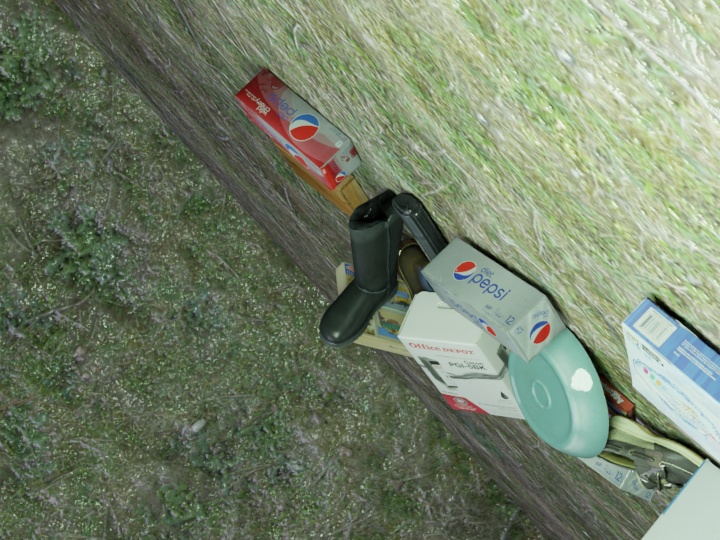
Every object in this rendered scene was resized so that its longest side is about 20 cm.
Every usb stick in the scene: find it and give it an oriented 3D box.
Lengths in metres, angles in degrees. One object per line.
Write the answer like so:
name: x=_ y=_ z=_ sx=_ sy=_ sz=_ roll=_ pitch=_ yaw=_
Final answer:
usb stick: x=0.100 y=-0.037 z=1.892 sx=0.055 sy=0.033 sz=0.200 roll=38 pitch=169 yaw=44

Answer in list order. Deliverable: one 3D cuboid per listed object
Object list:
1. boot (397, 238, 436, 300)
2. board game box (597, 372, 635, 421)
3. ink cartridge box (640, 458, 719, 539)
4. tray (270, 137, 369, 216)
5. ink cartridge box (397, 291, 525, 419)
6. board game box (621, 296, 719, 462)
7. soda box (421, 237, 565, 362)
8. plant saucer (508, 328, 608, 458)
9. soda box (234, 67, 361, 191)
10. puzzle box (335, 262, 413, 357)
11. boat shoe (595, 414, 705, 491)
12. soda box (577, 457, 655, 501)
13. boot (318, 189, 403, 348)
boot: x=0.123 y=0.046 z=2.044 sx=0.200 sy=0.075 sz=0.097 roll=52 pitch=174 yaw=-25
board game box: x=0.286 y=0.134 z=1.809 sx=0.200 sy=0.019 sz=0.103 roll=43 pitch=173 yaw=24
ink cartridge box: x=0.420 y=0.330 z=1.458 sx=0.200 sy=0.147 sz=0.145 roll=35 pitch=-177 yaw=-39
tray: x=-0.060 y=-0.151 z=2.171 sx=0.200 sy=0.037 sz=0.099 roll=41 pitch=171 yaw=43
ink cartridge box: x=0.166 y=0.127 z=2.002 sx=0.146 sy=0.083 sz=0.200 roll=4 pitch=145 yaw=39
board game box: x=0.351 y=0.135 z=1.345 sx=0.200 sy=0.043 sz=0.199 roll=43 pitch=172 yaw=25
soda box: x=0.165 y=0.035 z=1.708 sx=0.200 sy=0.068 sz=0.064 roll=36 pitch=167 yaw=52
plant saucer: x=0.245 y=0.155 z=1.752 sx=0.200 sy=0.036 sz=0.201 roll=49 pitch=150 yaw=42
soda box: x=-0.090 y=-0.204 z=1.953 sx=0.200 sy=0.063 sz=0.070 roll=42 pitch=172 yaw=30
puzzle box: x=0.057 y=0.068 z=2.105 sx=0.199 sy=0.025 sz=0.134 roll=15 pitch=-132 yaw=-28
boat shoe: x=0.368 y=0.242 z=1.681 sx=0.072 sy=0.066 sz=0.201 roll=43 pitch=170 yaw=-35
soda box: x=0.332 y=0.238 z=1.868 sx=0.068 sy=0.064 sz=0.200 roll=25 pitch=-174 yaw=-33
boot: x=0.000 y=-0.001 z=1.955 sx=0.065 sy=0.165 sz=0.200 roll=31 pitch=147 yaw=17
